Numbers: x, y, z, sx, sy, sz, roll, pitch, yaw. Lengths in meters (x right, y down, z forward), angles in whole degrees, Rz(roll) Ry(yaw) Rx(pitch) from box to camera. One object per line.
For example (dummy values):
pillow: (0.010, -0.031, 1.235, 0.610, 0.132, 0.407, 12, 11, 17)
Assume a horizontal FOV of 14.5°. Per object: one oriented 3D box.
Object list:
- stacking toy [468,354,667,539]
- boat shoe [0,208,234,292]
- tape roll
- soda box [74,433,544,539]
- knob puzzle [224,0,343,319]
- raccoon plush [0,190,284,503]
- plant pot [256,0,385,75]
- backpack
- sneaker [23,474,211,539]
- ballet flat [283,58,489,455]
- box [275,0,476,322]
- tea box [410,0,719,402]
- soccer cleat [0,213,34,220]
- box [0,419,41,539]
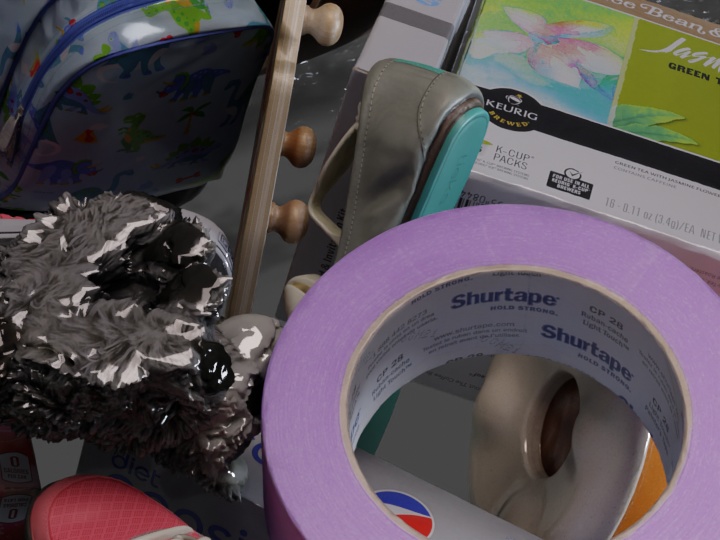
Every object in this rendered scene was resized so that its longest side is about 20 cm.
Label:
stacking toy: (0.161, 0.089, 1.279, 0.199, 0.146, 0.146, 15, 36, -24)
boat shoe: (-0.154, 0.022, 1.225, 0.199, 0.074, 0.068, -3, 27, 8)
tape roll: (0.060, 0.073, 1.124, 0.199, 0.066, 0.201, 1, 56, -1)
soda box: (-0.024, 0.114, 1.210, 0.200, 0.068, 0.063, 26, 38, 10)
knob puzzle: (-0.036, -0.043, 1.307, 0.030, 0.220, 0.220, 10, 39, -4)
raccoon plush: (-0.125, 0.044, 1.125, 0.199, 0.134, 0.097, -6, 57, -4)
plant pot: (-0.023, -0.198, 1.523, 0.187, 0.187, 0.200, 41, 29, 27)
backpack: (-0.118, -0.106, 1.331, 0.163, 0.200, 0.154, -6, 43, -26)
sneaker: (-0.050, 0.128, 1.051, 0.074, 0.087, 0.200, -20, 50, -37)
ballet flat: (0.000, 0.000, 1.267, 0.064, 0.201, 0.067, 25, 17, 21)
box: (0.018, -0.085, 1.396, 0.041, 0.156, 0.200, 21, 39, 2)
tea box: (0.127, -0.027, 1.386, 0.199, 0.134, 0.197, 18, 38, 0)
soccer cleat: (-0.167, -0.002, 1.290, 0.199, 0.073, 0.068, 17, 39, 1)
box: (-0.238, 0.084, 1.142, 0.199, 0.096, 0.100, 2, 41, -19)
